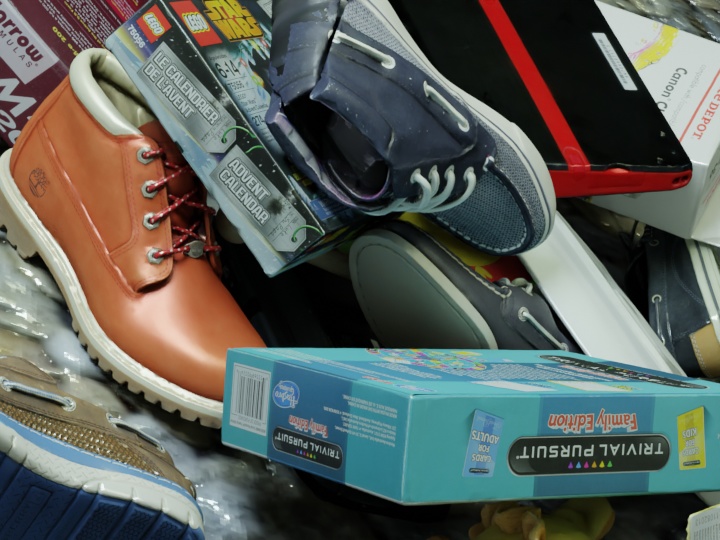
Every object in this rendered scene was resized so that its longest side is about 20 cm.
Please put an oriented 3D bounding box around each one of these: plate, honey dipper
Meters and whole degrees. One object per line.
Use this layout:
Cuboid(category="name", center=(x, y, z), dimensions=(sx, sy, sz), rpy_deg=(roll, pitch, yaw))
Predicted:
Cuboid(category="plate", center=(0.149, 0.044, 1.144), dimensions=(0.200, 0.032, 0.200), rpy_deg=(56, 7, 28))
Cuboid(category="honey dipper", center=(0.000, 0.000, 1.082), dimensions=(0.199, 0.038, 0.038), rpy_deg=(24, 28, -44))

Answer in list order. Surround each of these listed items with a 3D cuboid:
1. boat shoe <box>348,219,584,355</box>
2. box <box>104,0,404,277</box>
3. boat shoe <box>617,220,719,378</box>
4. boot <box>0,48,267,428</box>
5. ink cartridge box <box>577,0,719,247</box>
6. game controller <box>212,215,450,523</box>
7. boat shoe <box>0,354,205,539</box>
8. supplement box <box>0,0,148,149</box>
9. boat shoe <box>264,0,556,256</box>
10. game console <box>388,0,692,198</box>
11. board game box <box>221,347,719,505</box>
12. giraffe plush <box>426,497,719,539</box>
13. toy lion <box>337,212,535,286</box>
Cuboid(category="boat shoe", center=(0.070, 0.036, 1.076), dimensions=(0.200, 0.072, 0.063), rpy_deg=(47, 55, -23))
Cuboid(category="box", center=(-0.038, -0.077, 1.037), dimensions=(0.137, 0.040, 0.200), rpy_deg=(54, 20, 3))
Cuboid(category="boat shoe", center=(0.197, -0.003, 1.311), dimensions=(0.075, 0.062, 0.201), rpy_deg=(57, 16, -36))
Cuboid(category="boot", center=(-0.098, -0.016, 0.998), dimensions=(0.200, 0.107, 0.075), rpy_deg=(48, 30, 19))
Cuboid(category="ink cartridge box", center=(0.178, -0.096, 1.294), dimensions=(0.199, 0.068, 0.117), rpy_deg=(22, 49, 16))
Cuboid(category="game controller", center=(-0.018, 0.048, 1.066), dimensions=(0.104, 0.042, 0.201), rpy_deg=(27, 27, -43))
Cuboid(category="boat shoe", center=(-0.157, 0.073, 0.854), dimensions=(0.199, 0.072, 0.073), rpy_deg=(30, 23, -28))
Cuboid(category="supplement box", center=(-0.173, -0.151, 1.128), dimensions=(0.109, 0.061, 0.201), rpy_deg=(50, 22, -26))
Cuboid(category="boat shoe", center=(0.023, -0.049, 0.989), dimensions=(0.200, 0.074, 0.093), rpy_deg=(42, 38, -30))
Cuboid(category="game console", center=(0.086, -0.116, 1.229), dimensions=(0.175, 0.031, 0.201), rpy_deg=(-1, 46, -26))
Cuboid(category="board game box", center=(0.060, 0.068, 0.933), dimensions=(0.198, 0.047, 0.151), rpy_deg=(2, 4, -33))
Cuboid(category="giraffe plush", center=(0.086, 0.171, 0.887), dimensions=(0.171, 0.202, 0.162), rpy_deg=(8, 9, -32))
Cuboid(category="toy lion", center=(0.012, -0.050, 1.215), dimensions=(0.199, 0.069, 0.193), rpy_deg=(7, 47, -40))
